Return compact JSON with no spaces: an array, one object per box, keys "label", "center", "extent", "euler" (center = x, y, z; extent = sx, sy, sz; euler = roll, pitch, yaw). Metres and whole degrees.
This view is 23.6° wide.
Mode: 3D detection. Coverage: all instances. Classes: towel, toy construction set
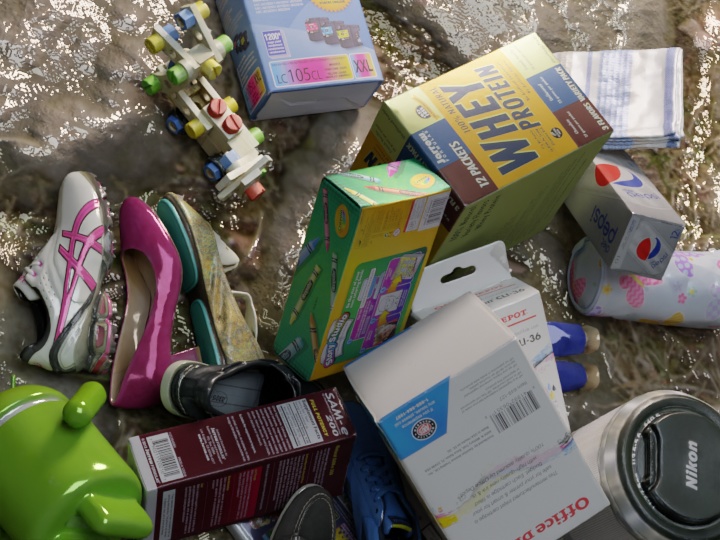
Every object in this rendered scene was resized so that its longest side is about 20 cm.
[{"label":"towel","center":[0.252,-0.189,1.872],"extent":[0.200,0.024,0.147],"euler":[0,51,12]},{"label":"toy construction set","center":[-0.142,-0.154,1.698],"extent":[0.092,0.131,0.200],"euler":[-21,79,-28]}]

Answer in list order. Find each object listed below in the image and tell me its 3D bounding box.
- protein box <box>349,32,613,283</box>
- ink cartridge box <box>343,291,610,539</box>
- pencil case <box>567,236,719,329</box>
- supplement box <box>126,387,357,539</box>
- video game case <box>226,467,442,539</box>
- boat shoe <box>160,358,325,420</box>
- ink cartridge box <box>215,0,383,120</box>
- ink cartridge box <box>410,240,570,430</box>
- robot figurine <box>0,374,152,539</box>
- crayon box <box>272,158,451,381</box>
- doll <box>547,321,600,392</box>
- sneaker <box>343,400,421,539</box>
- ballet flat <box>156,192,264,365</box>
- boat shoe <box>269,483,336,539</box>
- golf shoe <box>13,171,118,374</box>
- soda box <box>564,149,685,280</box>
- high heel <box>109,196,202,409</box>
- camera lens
[{"label":"protein box","center":[0.109,-0.102,1.736],"extent":[0.200,0.199,0.135],"euler":[-28,72,-29]},{"label":"ink cartridge box","center":[0.105,0.154,1.586],"extent":[0.147,0.145,0.200],"euler":[-31,111,-4]},{"label":"pencil case","center":[0.324,0.012,1.856],"extent":[0.200,0.083,0.091],"euler":[5,81,-20]},{"label":"supplement box","center":[-0.111,0.180,1.571],"extent":[0.200,0.109,0.061],"euler":[-12,55,-19]},{"label":"video game case","center":[-0.010,0.260,1.652],"extent":[0.182,0.023,0.200],"euler":[-35,87,-30]},{"label":"boat shoe","center":[-0.091,0.119,1.611],"extent":[0.199,0.066,0.075],"euler":[19,79,-44]},{"label":"ink cartridge box","center":[-0.072,-0.267,1.807],"extent":[0.136,0.076,0.200],"euler":[-9,72,-26]},{"label":"ink cartridge box","center":[0.124,0.084,1.689],"extent":[0.116,0.067,0.200],"euler":[-20,109,-15]},{"label":"robot figurine","center":[-0.270,0.180,1.498],"extent":[0.200,0.175,0.116],"euler":[42,14,32]},{"label":"crayon box","center":[0.000,0.000,1.617],"extent":[0.119,0.200,0.058],"euler":[-14,43,-42]},{"label":"doll","center":[0.148,0.098,1.766],"extent":[0.200,0.048,0.137],"euler":[1,91,-21]},{"label":"sneaker","center":[0.021,0.213,1.627],"extent":[0.066,0.078,0.200],"euler":[-7,72,-24]},{"label":"ballet flat","center":[-0.141,0.017,1.669],"extent":[0.071,0.071,0.200],"euler":[-14,81,-27]},{"label":"boat shoe","center":[-0.059,0.295,1.561],"extent":[0.067,0.057,0.200],"euler":[26,82,-37]},{"label":"golf shoe","center":[-0.277,-0.003,1.615],"extent":[0.092,0.073,0.200],"euler":[4,69,-20]},{"label":"soda box","center":[0.269,-0.068,1.811],"extent":[0.063,0.068,0.200],"euler":[12,25,-17]},{"label":"high heel","center":[-0.218,0.031,1.631],"extent":[0.096,0.067,0.200],"euler":[-12,88,-37]},{"label":"camera lens","center":[0.272,0.215,1.686],"extent":[0.160,0.200,0.160],"euler":[8,67,-20]}]
